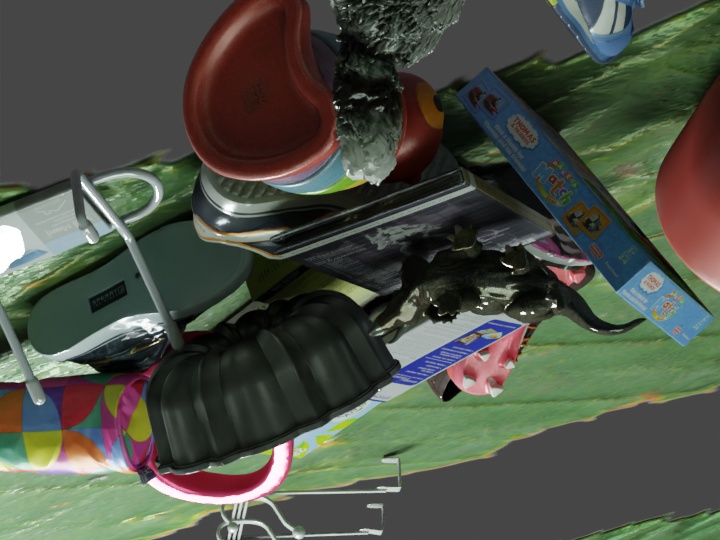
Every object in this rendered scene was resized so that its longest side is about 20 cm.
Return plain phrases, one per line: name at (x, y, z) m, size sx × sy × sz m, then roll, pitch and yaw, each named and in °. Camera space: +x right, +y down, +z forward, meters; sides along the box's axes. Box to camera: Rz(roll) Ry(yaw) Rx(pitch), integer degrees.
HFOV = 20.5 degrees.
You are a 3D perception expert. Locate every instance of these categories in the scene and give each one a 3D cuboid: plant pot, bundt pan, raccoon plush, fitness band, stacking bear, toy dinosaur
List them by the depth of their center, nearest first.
raccoon plush at (0.057, -0.155, 1.154) m, size 0.133 × 0.202 × 0.097 m, roll -6°, pitch 179°, yaw 24°
stacking bear at (-0.015, -0.103, 1.311) m, size 0.113 × 0.123 × 0.199 m, roll -29°, pitch 161°, yaw 28°
toy dinosaur at (0.100, 0.010, 1.403) m, size 0.198 × 0.078 × 0.102 m, roll -2°, pitch 176°, yaw 4°
plant pot at (0.335, -0.096, 1.474) m, size 0.198 × 0.202 × 0.178 m, roll -9°, pitch 145°, yaw -18°
bundt pan at (-0.075, 0.075, 1.477) m, size 0.200 × 0.076 × 0.202 m, roll -23°, pitch -171°, yaw 4°
fitness band at (-0.125, 0.123, 1.642) m, size 0.142 × 0.038 × 0.201 m, roll 2°, pitch 138°, yaw 2°

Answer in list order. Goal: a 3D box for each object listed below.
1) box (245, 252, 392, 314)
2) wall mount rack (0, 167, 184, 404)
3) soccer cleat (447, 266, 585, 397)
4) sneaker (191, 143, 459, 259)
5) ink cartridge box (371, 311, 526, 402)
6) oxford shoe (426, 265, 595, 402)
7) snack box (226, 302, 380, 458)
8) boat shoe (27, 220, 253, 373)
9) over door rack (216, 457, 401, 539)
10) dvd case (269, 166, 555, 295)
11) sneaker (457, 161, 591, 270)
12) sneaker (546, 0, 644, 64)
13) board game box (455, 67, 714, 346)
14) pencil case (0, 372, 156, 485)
box at (0.000, 0.000, 1.593) m, size 0.199 × 0.051 × 0.075 m, roll 10°, pitch 144°, yaw -45°
wall mount rack at (-0.218, 0.009, 1.418) m, size 0.198 × 0.075 × 0.174 m, roll -20°, pitch 147°, yaw 8°
soccer cleat at (0.131, 0.014, 1.681) m, size 0.066 × 0.077 × 0.201 m, roll 18°, pitch 112°, yaw -30°
sneaker at (-0.028, -0.057, 1.426) m, size 0.198 × 0.079 × 0.080 m, roll -1°, pitch 151°, yaw -23°
ink cartridge box at (0.056, 0.050, 1.598) m, size 0.199 × 0.037 × 0.094 m, roll -34°, pitch 149°, yaw 34°
oxford shoe at (0.135, 0.049, 1.756) m, size 0.199 × 0.073 × 0.071 m, roll -35°, pitch 150°, yaw 32°
snack box at (-0.054, 0.085, 1.710) m, size 0.168 × 0.068 × 0.199 m, roll 12°, pitch 143°, yaw -45°
boat shoe at (-0.152, 0.022, 1.521) m, size 0.199 × 0.072 × 0.091 m, roll -21°, pitch 157°, yaw 23°
over door rack at (-0.052, 0.270, 2.093) m, size 0.198 × 0.067 × 0.148 m, roll -11°, pitch 155°, yaw -14°
dvd case at (0.042, -0.025, 1.425) m, size 0.147 × 0.016 × 0.200 m, roll -19°, pitch 164°, yaw 19°
sneaker at (0.095, -0.037, 1.568) m, size 0.198 × 0.081 × 0.086 m, roll 14°, pitch 149°, yaw -31°
sneaker at (0.152, -0.194, 1.267) m, size 0.082 × 0.074 × 0.200 m, roll -38°, pitch 161°, yaw 6°
board game box at (0.162, -0.045, 1.430) m, size 0.037 × 0.200 × 0.151 m, roll -43°, pitch 150°, yaw 9°
pencil case at (-0.253, 0.124, 1.572) m, size 0.198 × 0.089 × 0.088 m, roll -2°, pitch 160°, yaw 18°
